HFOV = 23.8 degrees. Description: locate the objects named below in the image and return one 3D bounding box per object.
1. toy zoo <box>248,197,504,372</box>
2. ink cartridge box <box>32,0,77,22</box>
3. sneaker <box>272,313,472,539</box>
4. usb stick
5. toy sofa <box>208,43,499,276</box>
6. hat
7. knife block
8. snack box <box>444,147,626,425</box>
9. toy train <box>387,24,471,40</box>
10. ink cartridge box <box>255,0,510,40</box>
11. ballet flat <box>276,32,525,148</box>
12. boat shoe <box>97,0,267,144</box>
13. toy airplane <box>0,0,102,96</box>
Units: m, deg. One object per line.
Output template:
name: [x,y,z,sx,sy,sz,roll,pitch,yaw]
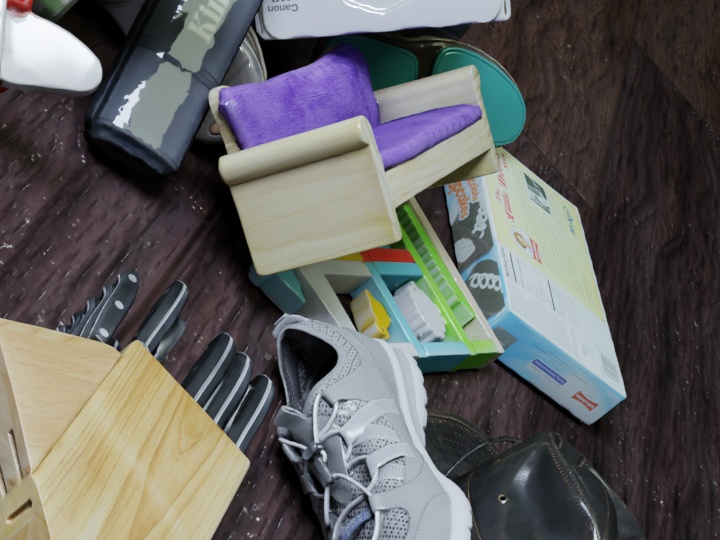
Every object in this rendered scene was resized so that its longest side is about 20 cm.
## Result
toy zoo: [0.000,0.000,0.972,0.200,0.020,0.132,3,53,-58]
ink cartridge box: [-0.138,-0.246,0.870,0.146,0.200,0.048,46,-12,-10]
sneaker: [-0.008,0.095,0.790,0.082,0.075,0.200,30,21,-26]
usb stick: [-0.080,-0.139,0.881,0.055,0.033,0.201,30,68,-15]
toy sofa: [0.002,-0.073,0.917,0.200,0.082,0.098,-34,110,-65]
hat: [0.099,0.141,0.873,0.201,0.081,0.201,46,24,-28]
knife block: [-0.085,0.089,0.658,0.175,0.064,0.201,19,40,-48]
snack box: [0.112,-0.002,1.145,0.116,0.037,0.201,36,29,-29]
toy train: [0.003,-0.230,1.220,0.200,0.085,0.115,21,48,-47]
ink cartridge box: [0.008,-0.197,1.033,0.200,0.144,0.085,-93,179,-75]
ballet flat: [0.026,-0.129,1.122,0.199,0.068,0.067,17,4,-42]
boat shoe: [-0.110,-0.162,0.945,0.073,0.074,0.201,-26,94,-81]
toy airplane: [-0.162,-0.173,0.774,0.200,0.199,0.141,52,-3,-21]
